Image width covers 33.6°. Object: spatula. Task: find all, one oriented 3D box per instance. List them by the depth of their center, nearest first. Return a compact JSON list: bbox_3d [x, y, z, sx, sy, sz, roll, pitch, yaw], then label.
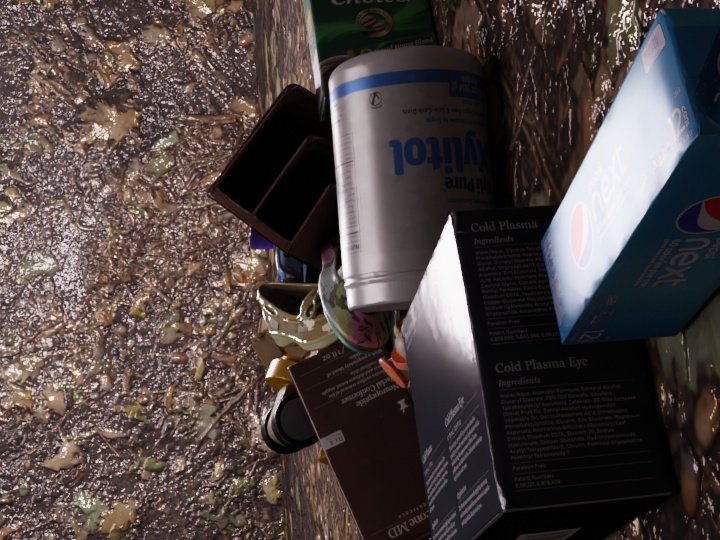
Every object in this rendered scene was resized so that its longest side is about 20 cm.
[{"bbox_3d":[-0.100,-0.052,1.393,0.200,0.020,0.057,-16,-68,-85],"label":"spatula"}]

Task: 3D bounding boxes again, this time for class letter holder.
[{"bbox_3d":[-0.046,-0.087,1.193,0.143,0.100,0.200,-55,-14,0],"label":"letter holder"}]

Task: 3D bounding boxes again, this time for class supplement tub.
[{"bbox_3d":[0.044,-0.071,0.978,0.132,0.131,0.202,147,118,-79],"label":"supplement tub"}]

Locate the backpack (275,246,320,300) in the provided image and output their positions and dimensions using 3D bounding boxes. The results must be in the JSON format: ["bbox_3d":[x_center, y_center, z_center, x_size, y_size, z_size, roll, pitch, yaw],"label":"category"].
[{"bbox_3d":[-0.025,0.003,1.398,0.200,0.133,0.184,90,-176,-60],"label":"backpack"}]

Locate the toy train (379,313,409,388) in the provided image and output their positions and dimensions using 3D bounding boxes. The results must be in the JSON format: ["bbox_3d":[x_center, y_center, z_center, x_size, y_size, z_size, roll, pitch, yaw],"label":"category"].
[{"bbox_3d":[0.067,0.105,0.996,0.151,0.055,0.200,62,174,-2],"label":"toy train"}]

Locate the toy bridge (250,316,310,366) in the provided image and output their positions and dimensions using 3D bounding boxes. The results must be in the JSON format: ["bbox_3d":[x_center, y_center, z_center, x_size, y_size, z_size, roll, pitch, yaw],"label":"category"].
[{"bbox_3d":[-0.087,0.076,1.391,0.067,0.027,0.200,56,-169,12],"label":"toy bridge"}]

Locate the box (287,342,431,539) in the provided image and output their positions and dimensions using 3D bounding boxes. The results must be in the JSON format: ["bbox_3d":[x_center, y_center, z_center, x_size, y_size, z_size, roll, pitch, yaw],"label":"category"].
[{"bbox_3d":[0.014,0.166,1.145,0.075,0.100,0.201,74,171,-74],"label":"box"}]

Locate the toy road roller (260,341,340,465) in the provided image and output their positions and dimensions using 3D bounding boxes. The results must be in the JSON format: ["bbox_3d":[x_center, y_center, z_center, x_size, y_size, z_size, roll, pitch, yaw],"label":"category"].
[{"bbox_3d":[-0.006,0.141,1.278,0.123,0.199,0.147,134,156,-73],"label":"toy road roller"}]

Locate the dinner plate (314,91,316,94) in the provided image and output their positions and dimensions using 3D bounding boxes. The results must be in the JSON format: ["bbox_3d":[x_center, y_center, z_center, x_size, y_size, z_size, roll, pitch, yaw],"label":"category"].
[{"bbox_3d":[-0.048,-0.162,1.604,0.200,0.024,0.202,21,-90,-75],"label":"dinner plate"}]

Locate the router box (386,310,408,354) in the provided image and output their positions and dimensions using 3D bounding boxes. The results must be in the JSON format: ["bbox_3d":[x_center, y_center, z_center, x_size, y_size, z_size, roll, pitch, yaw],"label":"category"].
[{"bbox_3d":[0.050,-0.023,1.169,0.150,0.062,0.202,-125,33,-71],"label":"router box"}]

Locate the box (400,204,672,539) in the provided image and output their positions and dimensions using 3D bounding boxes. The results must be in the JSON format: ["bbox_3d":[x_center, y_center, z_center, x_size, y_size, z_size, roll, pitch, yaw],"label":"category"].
[{"bbox_3d":[0.101,0.082,0.767,0.200,0.103,0.183,108,155,-66],"label":"box"}]

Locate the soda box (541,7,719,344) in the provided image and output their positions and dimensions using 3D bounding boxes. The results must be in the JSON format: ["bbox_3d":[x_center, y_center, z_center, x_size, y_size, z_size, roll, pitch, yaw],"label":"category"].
[{"bbox_3d":[0.145,-0.035,0.561,0.200,0.067,0.065,104,161,-62],"label":"soda box"}]

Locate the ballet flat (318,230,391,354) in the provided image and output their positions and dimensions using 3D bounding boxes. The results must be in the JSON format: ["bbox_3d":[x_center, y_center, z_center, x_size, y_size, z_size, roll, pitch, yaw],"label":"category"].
[{"bbox_3d":[0.000,0.000,1.085,0.071,0.069,0.200,-62,15,20],"label":"ballet flat"}]

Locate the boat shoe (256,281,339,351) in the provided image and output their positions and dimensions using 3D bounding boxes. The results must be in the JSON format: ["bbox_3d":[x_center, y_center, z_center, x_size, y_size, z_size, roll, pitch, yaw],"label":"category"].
[{"bbox_3d":[-0.049,0.036,1.212,0.063,0.073,0.200,58,158,-11],"label":"boat shoe"}]

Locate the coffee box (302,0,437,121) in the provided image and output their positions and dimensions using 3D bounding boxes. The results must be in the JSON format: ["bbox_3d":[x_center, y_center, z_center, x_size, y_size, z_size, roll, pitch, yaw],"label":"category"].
[{"bbox_3d":[0.008,-0.239,1.169,0.044,0.122,0.201,100,165,-60],"label":"coffee box"}]
